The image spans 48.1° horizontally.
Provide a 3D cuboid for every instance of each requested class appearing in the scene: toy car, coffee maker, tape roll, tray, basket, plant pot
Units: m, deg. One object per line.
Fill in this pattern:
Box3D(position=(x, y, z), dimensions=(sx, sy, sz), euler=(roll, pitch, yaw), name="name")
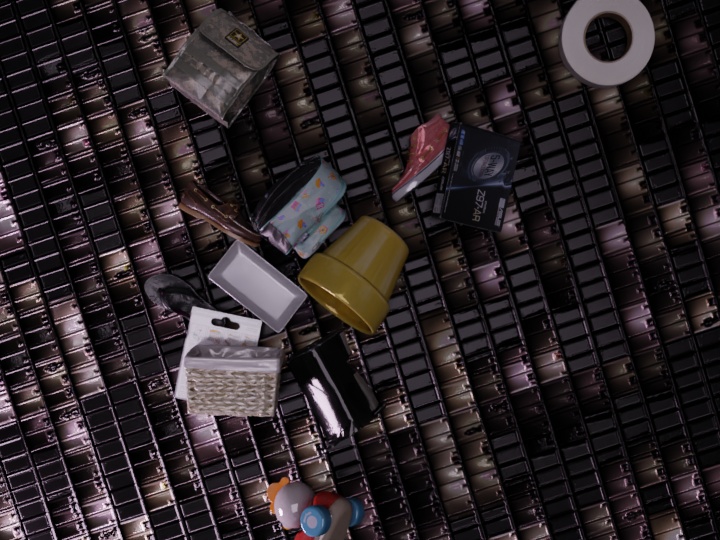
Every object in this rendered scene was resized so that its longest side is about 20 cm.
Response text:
Box3D(position=(-0.127, 0.534, 1.735), dimensions=(0.198, 0.184, 0.179), euler=(24, 94, 29), name="toy car")
Box3D(position=(-0.060, 0.244, 1.685), dimensions=(0.134, 0.192, 0.202), euler=(-30, 90, 19), name="coffee maker")
Box3D(position=(0.522, -0.493, 1.717), dimensions=(0.199, 0.037, 0.207), euler=(0, 93, 1), name="tape roll")
Box3D(position=(-0.223, 0.035, 1.754), dimensions=(0.199, 0.022, 0.108), euler=(39, 77, -1), name="tray")
Box3D(position=(-0.259, 0.228, 1.672), dimensions=(0.196, 0.136, 0.126), euler=(1, 95, -2), name="basket")
Box3D(position=(0.000, 0.000, 1.682), dimensions=(0.200, 0.201, 0.190), euler=(37, 77, -1), name="plant pot")

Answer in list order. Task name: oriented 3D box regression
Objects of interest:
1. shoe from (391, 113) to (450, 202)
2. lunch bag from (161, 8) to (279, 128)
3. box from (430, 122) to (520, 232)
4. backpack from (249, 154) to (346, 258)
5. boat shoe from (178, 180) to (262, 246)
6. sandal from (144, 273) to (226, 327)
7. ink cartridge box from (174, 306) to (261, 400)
Box3D(position=(0.123, -0.242, 1.722), dimensions=(0.200, 0.071, 0.091), euler=(-42, 90, -3), name="shoe")
Box3D(position=(-0.287, -0.432, 1.698), dimensions=(0.163, 0.118, 0.201), euler=(36, 87, 0), name="lunch bag")
Box3D(position=(0.243, -0.194, 1.701), dimensions=(0.158, 0.043, 0.203), euler=(12, 92, -25), name="box")
Box3D(position=(-0.115, -0.135, 1.679), dimensions=(0.153, 0.176, 0.201), euler=(37, 94, -17), name="backpack")
Box3D(position=(-0.294, -0.123, 1.732), dimensions=(0.198, 0.070, 0.071), euler=(29, 97, 0), name="boat shoe")
Box3D(position=(-0.381, 0.070, 1.753), dimensions=(0.199, 0.048, 0.076), euler=(32, 93, -1), name="sandal")
Box3D(position=(-0.306, 0.192, 1.758), dimensions=(0.160, 0.057, 0.203), euler=(11, 87, -2), name="ink cartridge box")
